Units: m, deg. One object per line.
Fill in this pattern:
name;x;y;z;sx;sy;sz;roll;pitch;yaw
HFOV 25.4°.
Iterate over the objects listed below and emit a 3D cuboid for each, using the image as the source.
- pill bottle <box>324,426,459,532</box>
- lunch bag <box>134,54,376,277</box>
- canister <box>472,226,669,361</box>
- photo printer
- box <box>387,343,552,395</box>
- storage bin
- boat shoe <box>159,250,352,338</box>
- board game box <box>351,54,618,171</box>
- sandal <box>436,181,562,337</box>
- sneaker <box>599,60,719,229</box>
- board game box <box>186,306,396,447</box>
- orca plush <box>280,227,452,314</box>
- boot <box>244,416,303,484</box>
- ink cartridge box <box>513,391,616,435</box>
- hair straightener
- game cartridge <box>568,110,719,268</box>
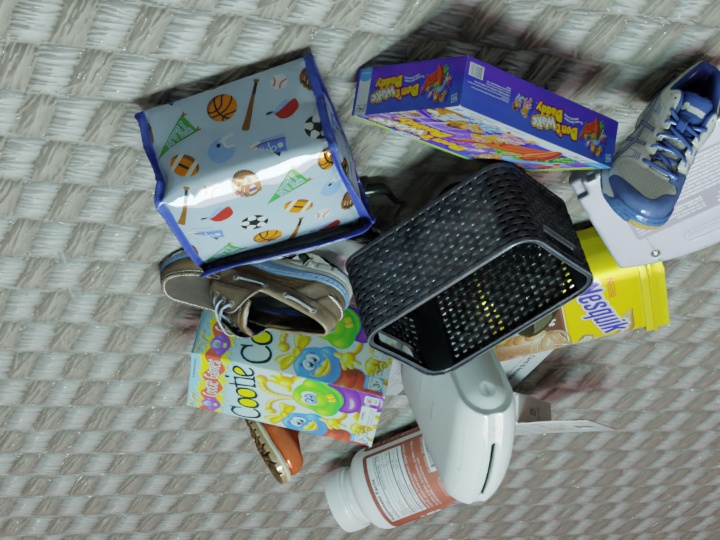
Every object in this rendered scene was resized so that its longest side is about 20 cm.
pill bottle;0.059;0.268;2.076;0.199;0.113;0.112;-23;149;19
lunch bag;-0.084;-0.072;1.414;0.169;0.124;0.200;-15;153;4
canister;0.226;0.021;1.733;0.199;0.087;0.149;-14;142;5
photo printer;0.105;0.136;1.702;0.069;0.200;0.167;-9;138;-15
box;0.116;0.097;1.875;0.199;0.041;0.156;3;147;-28
storage bin;0.102;0.002;1.515;0.200;0.094;0.135;-32;144;24
boat shoe;-0.112;0.024;1.565;0.199;0.073;0.072;3;135;18
board game box;0.111;-0.134;1.405;0.200;0.045;0.134;16;170;-41
sandal;0.138;-0.016;1.630;0.082;0.055;0.200;-44;116;1
sneaker;0.276;-0.120;1.442;0.075;0.200;0.088;30;135;-2
board game box;-0.070;0.095;1.653;0.199;0.103;0.105;13;143;0
orca plush;0.000;0.000;1.631;0.199;0.106;0.071;8;179;-27
boot;-0.077;0.141;1.726;0.107;0.200;0.075;-18;132;-2
ink cartridge box;0.210;0.175;1.951;0.173;0.044;0.200;-6;170;18
hair straightener;-0.050;-0.038;1.538;0.199;0.077;0.041;-11;166;-9
game cartridge;0.326;-0.083;1.593;0.200;0.041;0.134;-25;115;20
